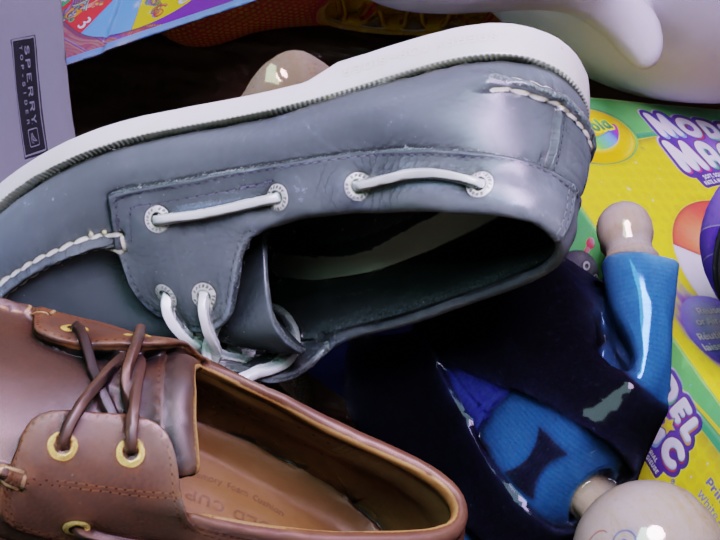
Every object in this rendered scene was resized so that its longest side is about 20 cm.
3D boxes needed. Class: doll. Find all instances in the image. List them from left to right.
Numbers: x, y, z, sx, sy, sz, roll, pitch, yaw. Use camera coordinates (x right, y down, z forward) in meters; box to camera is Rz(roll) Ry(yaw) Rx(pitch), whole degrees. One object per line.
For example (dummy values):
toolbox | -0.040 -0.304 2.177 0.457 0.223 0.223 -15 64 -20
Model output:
doll | 0.026 0.029 0.782 0.200 0.048 0.137 43 104 32

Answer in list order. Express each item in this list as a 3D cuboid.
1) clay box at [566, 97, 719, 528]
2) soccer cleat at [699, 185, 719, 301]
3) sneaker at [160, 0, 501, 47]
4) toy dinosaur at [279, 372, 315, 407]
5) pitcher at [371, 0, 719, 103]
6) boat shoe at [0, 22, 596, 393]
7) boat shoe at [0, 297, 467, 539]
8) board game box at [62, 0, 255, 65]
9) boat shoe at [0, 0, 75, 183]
clay box | 0.102 0.015 0.826 0.115 0.048 0.200 2 46 -44
soccer cleat | 0.148 -0.014 0.815 0.200 0.068 0.073 0 28 -48
sneaker | 0.028 -0.107 0.935 0.200 0.073 0.077 -17 71 -1
toy dinosaur | 0.000 0.000 0.873 0.200 0.058 0.101 -28 58 -13
pitcher | 0.058 -0.112 0.823 0.200 0.121 0.172 30 48 -26
boat shoe | -0.031 -0.003 0.748 0.200 0.073 0.062 -20 50 20
boat shoe | -0.064 0.039 0.709 0.200 0.068 0.072 24 47 -21
board game box | -0.076 -0.135 0.922 0.200 0.039 0.158 -16 40 28
boat shoe | -0.121 -0.030 0.845 0.057 0.069 0.200 -1 93 25
